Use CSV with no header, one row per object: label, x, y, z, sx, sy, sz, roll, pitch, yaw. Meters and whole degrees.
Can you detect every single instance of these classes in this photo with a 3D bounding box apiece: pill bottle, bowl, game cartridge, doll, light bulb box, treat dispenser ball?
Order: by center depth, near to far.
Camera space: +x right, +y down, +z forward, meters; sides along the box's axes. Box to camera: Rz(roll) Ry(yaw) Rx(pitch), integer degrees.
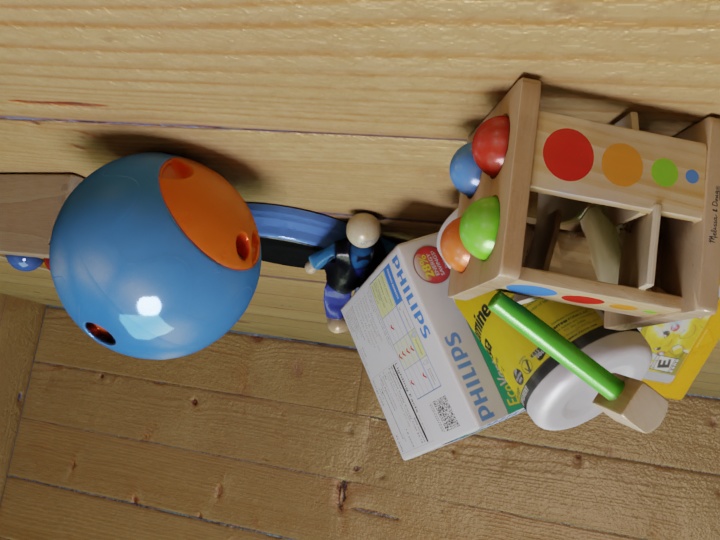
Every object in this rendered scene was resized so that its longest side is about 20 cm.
pill bottle,0.149,0.028,0.647,0.112,0.200,0.113,-19,142,-15
treat dispenser ball,-0.198,-0.014,0.724,0.199,0.202,0.201,9,170,2
game cartridge,0.291,0.051,0.787,0.199,0.177,0.033,10,-151,-12
light bulb box,0.093,0.081,0.805,0.124,0.199,0.200,-17,165,-25
doll,0.000,0.000,0.898,0.135,0.049,0.201,-7,143,-9
bowl,-0.095,-0.039,0.957,0.199,0.040,0.201,9,170,2

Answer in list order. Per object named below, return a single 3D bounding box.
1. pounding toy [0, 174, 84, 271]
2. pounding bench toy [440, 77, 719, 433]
pounding toy,-0.361,-0.026,0.968,0.183,0.143,0.200,4,169,28
pounding bench toy,0.134,-0.002,0.496,0.155,0.201,0.124,9,170,-7
